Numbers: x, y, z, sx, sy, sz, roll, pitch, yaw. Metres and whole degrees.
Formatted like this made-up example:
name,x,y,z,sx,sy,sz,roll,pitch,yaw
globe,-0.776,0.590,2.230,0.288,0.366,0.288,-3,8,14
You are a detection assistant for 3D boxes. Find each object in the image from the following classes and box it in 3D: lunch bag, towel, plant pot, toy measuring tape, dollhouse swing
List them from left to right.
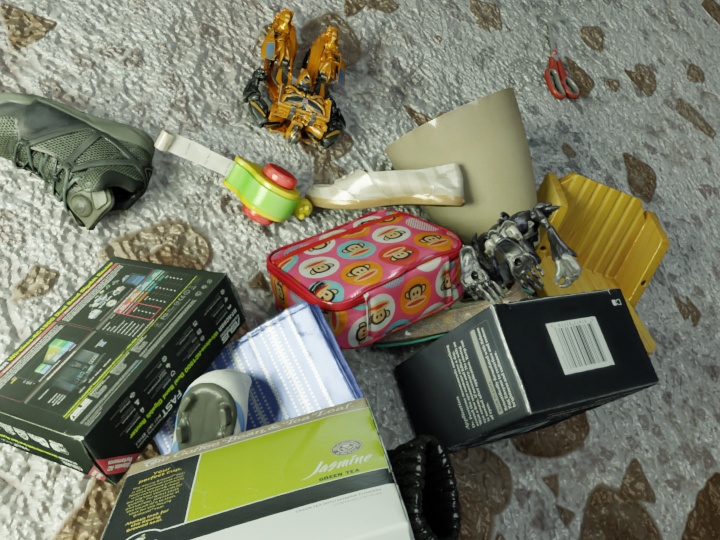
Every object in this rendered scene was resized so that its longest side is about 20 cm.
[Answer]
name,x,y,z,sx,sy,sz,roll,pitch,yaw
toy measuring tape,-0.137,-0.102,0.825,0.200,0.074,0.074,24,53,-32
towel,-0.098,0.135,0.679,0.200,0.024,0.145,-30,77,6
lunch bag,0.000,0.000,0.813,0.200,0.082,0.176,-23,33,-28
plant pot,0.156,-0.109,0.959,0.187,0.187,0.200,-26,92,-37
dollhouse swing,0.338,-0.009,0.983,0.200,0.182,0.176,17,19,-20

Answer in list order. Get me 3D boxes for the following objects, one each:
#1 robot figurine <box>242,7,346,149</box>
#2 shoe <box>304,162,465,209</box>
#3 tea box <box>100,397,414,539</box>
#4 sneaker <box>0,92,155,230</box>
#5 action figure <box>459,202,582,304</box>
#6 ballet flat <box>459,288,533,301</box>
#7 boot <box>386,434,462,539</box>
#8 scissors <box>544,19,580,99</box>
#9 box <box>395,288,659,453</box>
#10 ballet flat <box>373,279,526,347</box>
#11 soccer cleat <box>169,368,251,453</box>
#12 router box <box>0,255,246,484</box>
name,x,y,z,sx,sy,sz,roll,pitch,yaw
robot figurine,-0.082,-0.255,0.967,0.145,0.058,0.200,14,56,-21
shoe,0.029,-0.104,0.887,0.199,0.070,0.054,0,97,11
tea box,-0.062,0.206,0.499,0.199,0.197,0.134,-15,104,-3
sneaker,-0.315,-0.111,0.739,0.199,0.076,0.114,14,50,-29
action figure,0.174,-0.013,0.803,0.102,0.119,0.200,64,27,-4
ballet flat,0.138,0.038,0.921,0.200,0.070,0.065,15,73,-17
boot,0.003,0.179,0.693,0.079,0.158,0.212,-7,68,-45
scissors,0.354,-0.395,1.326,0.073,0.014,0.200,2,64,-27
box,0.180,0.117,0.807,0.196,0.200,0.118,-5,68,-31
ballet flat,0.104,0.044,0.862,0.199,0.068,0.067,-8,98,-12
soccer cleat,-0.139,0.180,0.634,0.070,0.200,0.086,22,12,7
router box,-0.220,0.077,0.639,0.150,0.062,0.200,9,44,29
